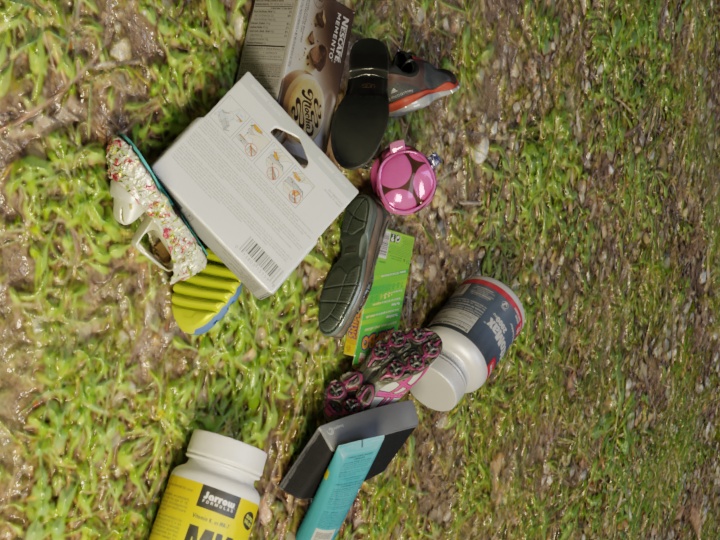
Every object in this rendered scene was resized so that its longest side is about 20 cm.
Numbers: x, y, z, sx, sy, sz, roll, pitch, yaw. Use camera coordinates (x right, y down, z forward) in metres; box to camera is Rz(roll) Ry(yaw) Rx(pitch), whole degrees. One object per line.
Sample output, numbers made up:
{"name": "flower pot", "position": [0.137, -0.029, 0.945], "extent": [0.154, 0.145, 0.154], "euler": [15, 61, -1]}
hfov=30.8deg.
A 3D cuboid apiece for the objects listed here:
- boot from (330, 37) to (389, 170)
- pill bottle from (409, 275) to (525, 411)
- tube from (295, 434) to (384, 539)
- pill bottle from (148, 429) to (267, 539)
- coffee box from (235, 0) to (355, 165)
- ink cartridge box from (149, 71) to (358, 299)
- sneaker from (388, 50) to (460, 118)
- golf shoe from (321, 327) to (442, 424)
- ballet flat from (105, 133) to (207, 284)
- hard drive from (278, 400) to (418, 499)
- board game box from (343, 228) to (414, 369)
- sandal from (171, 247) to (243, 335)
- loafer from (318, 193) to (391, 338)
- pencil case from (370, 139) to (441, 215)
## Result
{"name": "boot", "position": [0.008, -0.182, 1.698], "extent": [0.175, 0.068, 0.202], "euler": [89, 11, -63]}
{"name": "pill bottle", "position": [0.154, 0.113, 1.973], "extent": [0.200, 0.118, 0.121], "euler": [-49, 133, -36]}
{"name": "tube", "position": [-0.032, 0.295, 1.729], "extent": [0.077, 0.050, 0.202], "euler": [-12, 138, -42]}
{"name": "pill bottle", "position": [-0.185, 0.298, 1.547], "extent": [0.114, 0.113, 0.203], "euler": [34, 69, -51]}
{"name": "coffee box", "position": [-0.086, -0.241, 1.606], "extent": [0.112, 0.079, 0.203], "euler": [18, 83, -53]}
{"name": "ink cartridge box", "position": [-0.125, -0.099, 1.516], "extent": [0.200, 0.043, 0.174], "euler": [46, 63, -11]}
{"name": "sneaker", "position": [0.082, -0.272, 1.824], "extent": [0.083, 0.076, 0.200], "euler": [68, 24, -8]}
{"name": "golf shoe", "position": [0.029, 0.152, 1.820], "extent": [0.199, 0.073, 0.092], "euler": [-34, 154, -15]}
{"name": "ballet flat", "position": [-0.234, -0.059, 1.450], "extent": [0.064, 0.075, 0.201], "euler": [-43, 128, -16]}
{"name": "hard drive", "position": [-0.009, 0.246, 1.780], "extent": [0.199, 0.042, 0.136], "euler": [-9, 140, -50]}
{"name": "board game box", "position": [0.026, 0.043, 1.860], "extent": [0.095, 0.030, 0.203], "euler": [14, 83, -53]}
{"name": "sandal", "position": [-0.154, -0.006, 1.565], "extent": [0.201, 0.079, 0.087], "euler": [-59, 158, -20]}
{"name": "loafer", "position": [0.000, 0.000, 1.772], "extent": [0.063, 0.071, 0.203], "euler": [26, 73, -40]}
{"name": "pencil case", "position": [0.055, -0.127, 1.749], "extent": [0.200, 0.090, 0.095], "euler": [-134, -160, -84]}
